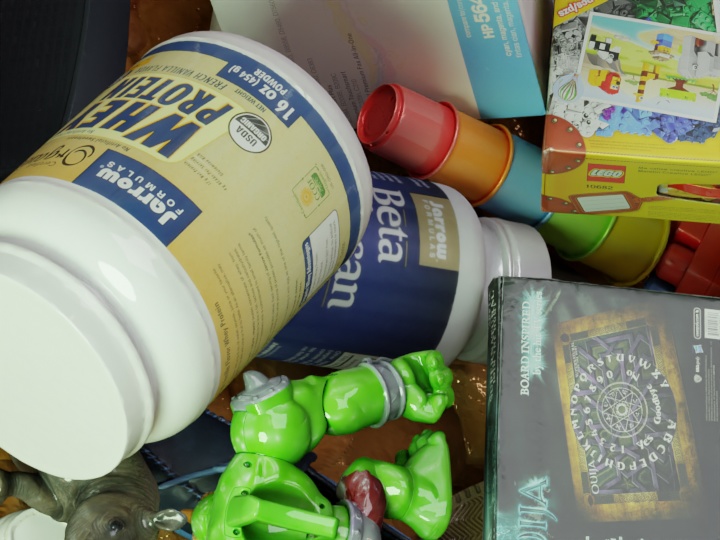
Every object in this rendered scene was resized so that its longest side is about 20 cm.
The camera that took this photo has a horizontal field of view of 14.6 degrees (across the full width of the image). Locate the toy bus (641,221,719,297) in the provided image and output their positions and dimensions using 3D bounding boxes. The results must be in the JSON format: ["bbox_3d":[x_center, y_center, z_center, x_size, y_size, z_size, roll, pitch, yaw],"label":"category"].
[{"bbox_3d":[0.256,0.012,1.644,0.192,0.200,0.136,32,48,3],"label":"toy bus"}]

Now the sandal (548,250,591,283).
[{"bbox_3d":[0.136,0.064,1.615,0.077,0.070,0.212,12,25,-49],"label":"sandal"}]

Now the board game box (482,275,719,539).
[{"bbox_3d":[0.131,0.105,1.487,0.135,0.028,0.201,7,68,-10],"label":"board game box"}]

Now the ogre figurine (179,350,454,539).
[{"bbox_3d":[-0.020,0.128,1.385,0.120,0.098,0.201,18,94,-27],"label":"ogre figurine"}]

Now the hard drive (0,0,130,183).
[{"bbox_3d":[-0.194,-0.112,1.507,0.134,0.042,0.201,-7,52,12],"label":"hard drive"}]

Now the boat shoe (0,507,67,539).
[{"bbox_3d":[-0.107,0.187,1.379,0.071,0.069,0.200,-33,77,-38],"label":"boat shoe"}]

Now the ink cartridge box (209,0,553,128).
[{"bbox_3d":[0.003,-0.168,1.614,0.199,0.125,0.129,-4,50,12],"label":"ink cartridge box"}]

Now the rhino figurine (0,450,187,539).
[{"bbox_3d":[-0.144,0.094,1.391,0.087,0.060,0.200,9,30,-38],"label":"rhino figurine"}]

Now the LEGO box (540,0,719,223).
[{"bbox_3d":[0.204,-0.107,1.569,0.199,0.077,0.149,4,66,4],"label":"LEGO box"}]

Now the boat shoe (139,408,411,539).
[{"bbox_3d":[-0.042,0.113,1.471,0.200,0.069,0.084,30,48,-11],"label":"boat shoe"}]

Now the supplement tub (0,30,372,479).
[{"bbox_3d":[-0.102,-0.008,1.348,0.144,0.144,0.200,42,51,1],"label":"supplement tub"}]

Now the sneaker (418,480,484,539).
[{"bbox_3d":[0.133,0.157,1.558,0.199,0.109,0.070,-9,63,-1],"label":"sneaker"}]

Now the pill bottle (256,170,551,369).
[{"bbox_3d":[0.000,0.000,1.546,0.199,0.111,0.111,9,55,-26],"label":"pill bottle"}]

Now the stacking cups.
[{"bbox_3d":[0.083,-0.050,1.612,0.200,0.060,0.061,22,49,-29],"label":"stacking cups"}]
